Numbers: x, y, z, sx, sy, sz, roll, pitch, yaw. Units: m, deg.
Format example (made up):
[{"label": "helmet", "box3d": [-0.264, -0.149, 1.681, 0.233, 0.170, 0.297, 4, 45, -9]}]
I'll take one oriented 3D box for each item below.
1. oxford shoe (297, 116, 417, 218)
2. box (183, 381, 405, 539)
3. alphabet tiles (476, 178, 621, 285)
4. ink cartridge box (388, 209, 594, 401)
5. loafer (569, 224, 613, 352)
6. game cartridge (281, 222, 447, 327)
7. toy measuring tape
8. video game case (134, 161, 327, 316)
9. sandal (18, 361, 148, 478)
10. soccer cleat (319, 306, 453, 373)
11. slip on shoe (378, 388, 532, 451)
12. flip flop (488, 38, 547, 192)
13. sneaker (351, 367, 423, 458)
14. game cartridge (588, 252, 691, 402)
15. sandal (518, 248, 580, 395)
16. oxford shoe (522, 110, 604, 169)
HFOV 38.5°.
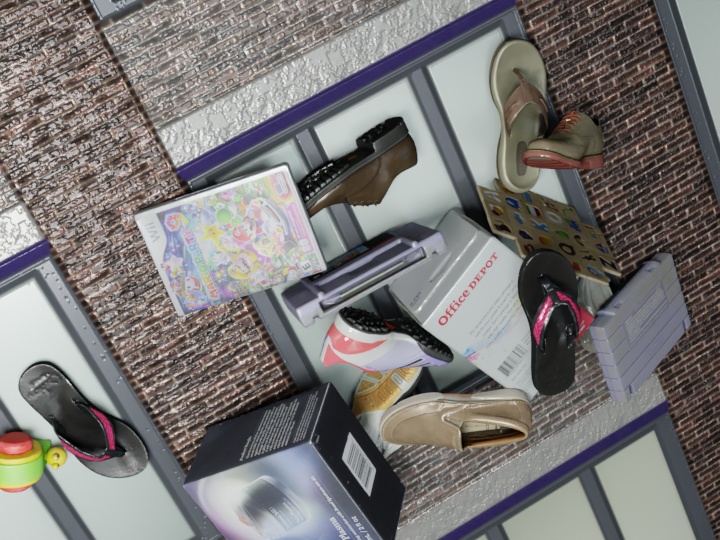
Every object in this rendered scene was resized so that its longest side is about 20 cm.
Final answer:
[{"label": "oxford shoe", "box3d": [-0.010, -0.104, 1.294, 0.200, 0.073, 0.085, -33, 115, -6]}, {"label": "box", "box3d": [-0.080, 0.278, 1.312, 0.198, 0.123, 0.200, -23, 115, 25]}, {"label": "alphabet tiles", "box3d": [0.246, -0.052, 1.346, 0.199, 0.167, 0.006, 17, 125, -21]}, {"label": "ink cartridge box", "box3d": [0.168, 0.043, 1.352, 0.200, 0.145, 0.145, 37, 94, -25]}, {"label": "loafer", "box3d": [0.312, 0.019, 1.442, 0.070, 0.070, 0.201, -42, 117, -42]}, {"label": "game cartridge", "box3d": [0.000, 0.000, 1.287, 0.199, 0.130, 0.038, -29, 108, -8]}, {"label": "toy measuring tape", "box3d": [-0.459, 0.236, 1.250, 0.199, 0.074, 0.074, 0, 106, -18]}, {"label": "video game case", "box3d": [-0.157, -0.036, 1.261, 0.199, 0.018, 0.144, -17, 112, 9]}, {"label": "sandal", "box3d": [-0.347, 0.197, 1.287, 0.075, 0.045, 0.200, -43, 113, -2]}, {"label": "soccer cleat", "box3d": [0.035, 0.100, 1.315, 0.200, 0.068, 0.073, 15, 116, -41]}, {"label": "slip on shoe", "box3d": [0.121, 0.201, 1.321, 0.199, 0.061, 0.076, -6, 129, 8]}, {"label": "flip flop", "box3d": [0.212, -0.200, 1.342, 0.081, 0.058, 0.201, -4, 101, -17]}, {"label": "sneaker", "box3d": [0.032, 0.196, 1.404, 0.088, 0.076, 0.200, 28, 100, -37]}, {"label": "game cartridge", "box3d": [0.394, 0.076, 1.451, 0.200, 0.038, 0.130, -38, 112, -36]}, {"label": "sandal", "box3d": [0.240, 0.068, 1.269, 0.075, 0.045, 0.201, -14, 112, -10]}, {"label": "oxford shoe", "box3d": [0.260, -0.168, 1.328, 0.200, 0.070, 0.075, -12, 106, -60]}]
